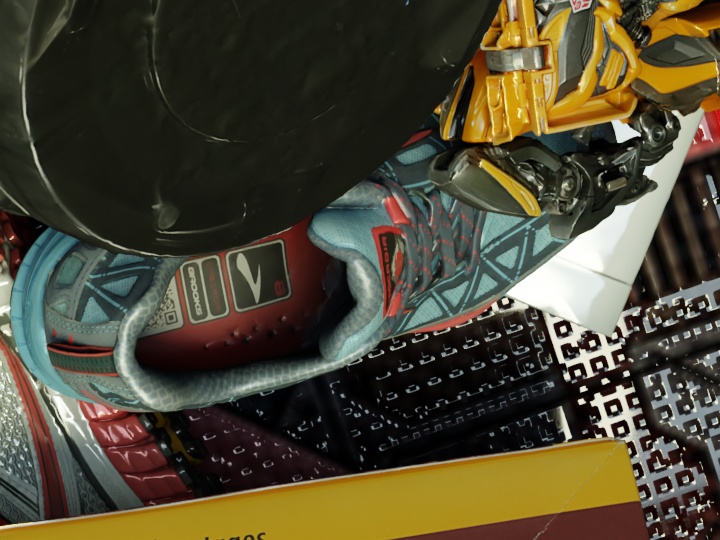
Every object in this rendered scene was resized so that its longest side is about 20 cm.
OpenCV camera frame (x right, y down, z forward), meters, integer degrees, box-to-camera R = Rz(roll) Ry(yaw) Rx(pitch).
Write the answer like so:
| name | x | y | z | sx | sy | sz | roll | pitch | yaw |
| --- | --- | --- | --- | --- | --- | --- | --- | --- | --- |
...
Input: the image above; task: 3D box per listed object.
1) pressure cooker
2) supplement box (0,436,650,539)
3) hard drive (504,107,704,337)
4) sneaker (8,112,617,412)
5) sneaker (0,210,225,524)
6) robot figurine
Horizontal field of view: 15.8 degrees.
| name | x | y | z | sx | sy | sz | roll | pitch | yaw |
| --- | --- | --- | --- | --- | --- | --- | --- | --- | --- |
| pressure cooker | -0.073 | -0.120 | 0.685 | 0.178 | 0.200 | 0.177 | -14 | 134 | -40 |
| supplement box | -0.005 | 0.176 | 0.771 | 0.196 | 0.133 | 0.201 | -8 | 69 | -12 |
| hard drive | 0.059 | -0.095 | 0.840 | 0.131 | 0.027 | 0.201 | 21 | 97 | -5 |
| sneaker | 0.000 | 0.000 | 0.777 | 0.199 | 0.095 | 0.080 | -23 | 107 | -17 |
| sneaker | -0.128 | 0.028 | 0.826 | 0.082 | 0.078 | 0.201 | -35 | 98 | 5 |
| robot figurine | 0.095 | -0.091 | 0.770 | 0.199 | 0.058 | 0.146 | -15 | 102 | -31 |
